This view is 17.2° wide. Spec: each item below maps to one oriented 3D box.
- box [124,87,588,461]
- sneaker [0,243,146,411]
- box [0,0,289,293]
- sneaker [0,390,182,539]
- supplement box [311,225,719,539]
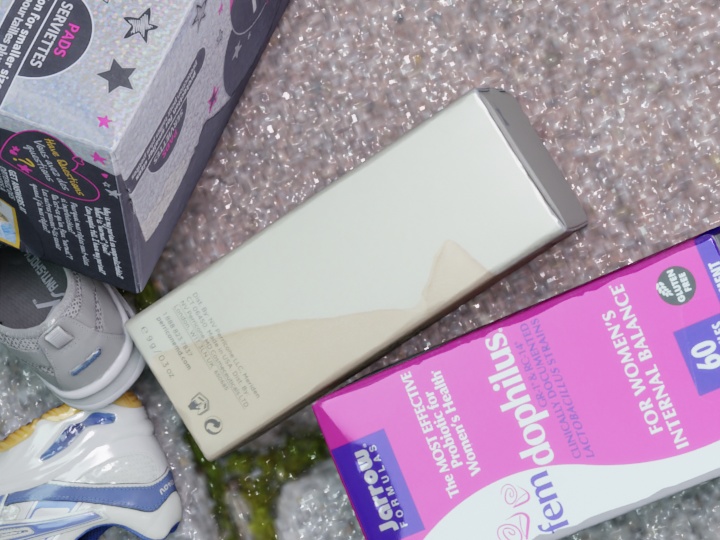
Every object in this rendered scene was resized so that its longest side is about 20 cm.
[{"bbox_3d":[0.000,0.000,1.108,0.199,0.095,0.078,-33,86,14],"label":"box"},{"bbox_3d":[-0.177,-0.023,1.135,0.075,0.082,0.200,-45,64,-5],"label":"sneaker"},{"bbox_3d":[-0.110,-0.117,1.067,0.114,0.132,0.201,19,64,10],"label":"box"},{"bbox_3d":[-0.181,0.137,1.165,0.199,0.075,0.088,-30,86,13],"label":"sneaker"},{"bbox_3d":[0.093,0.064,1.085,0.199,0.103,0.102,-24,88,15],"label":"supplement box"}]
